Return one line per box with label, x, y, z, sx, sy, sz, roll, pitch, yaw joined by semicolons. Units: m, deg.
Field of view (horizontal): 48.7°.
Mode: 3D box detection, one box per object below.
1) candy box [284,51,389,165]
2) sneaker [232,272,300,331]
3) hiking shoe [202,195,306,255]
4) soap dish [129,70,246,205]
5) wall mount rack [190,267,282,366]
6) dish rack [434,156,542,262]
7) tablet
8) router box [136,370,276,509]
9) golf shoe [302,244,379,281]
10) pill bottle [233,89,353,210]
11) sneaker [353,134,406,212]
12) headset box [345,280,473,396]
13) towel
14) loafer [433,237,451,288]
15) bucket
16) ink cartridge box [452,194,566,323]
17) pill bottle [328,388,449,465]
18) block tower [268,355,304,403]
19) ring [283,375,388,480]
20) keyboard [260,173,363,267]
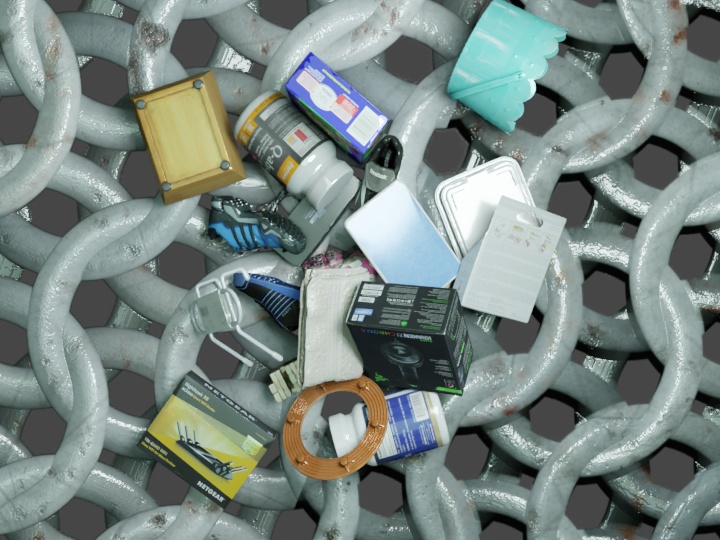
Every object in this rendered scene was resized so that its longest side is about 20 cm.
candy box;-0.039;-0.267;1.345;0.169;0.200;0.077;40;92;-2
sneaker;-0.144;0.059;1.403;0.198;0.070;0.079;17;97;21
hiking shoe;-0.183;-0.063;1.406;0.198;0.074;0.088;25;109;21
soap dish;-0.305;-0.234;1.397;0.156;0.081;0.202;-18;94;-1
wall mount rack;-0.219;0.091;1.388;0.074;0.199;0.176;-20;91;-35
dish rack;0.241;-0.091;1.441;0.170;0.044;0.202;-22;93;0
tablet;0.076;-0.041;1.369;0.130;0.014;0.201;-38;101;-9
router box;-0.276;0.304;1.438;0.199;0.052;0.158;36;91;-3
golf shoe;0.000;0.000;1.429;0.198;0.073;0.093;-15;109;6
pill bottle;-0.114;-0.206;1.374;0.200;0.116;0.116;44;91;7
sneaker;0.029;-0.149;1.394;0.066;0.091;0.202;17;84;7
headset box;0.089;0.119;1.348;0.172;0.201;0.093;6;53;22
towel;-0.044;0.094;1.354;0.131;0.034;0.203;-4;101;-36
loafer;0.133;0.028;1.425;0.067;0.076;0.203;-10;97;-7
bucket;0.245;-0.348;1.353;0.134;0.207;0.209;30;91;7
ink cartridge box;0.259;-0.019;1.401;0.161;0.057;0.202;15;94;-30
pill bottle;0.050;0.279;1.415;0.198;0.116;0.117;-16;93;1
block tower;-0.073;0.166;1.436;0.198;0.058;0.054;-28;94;-1
ring;-0.047;0.263;1.376;0.199;0.201;0.019;-32;136;0
keyboard;-0.098;-0.116;1.441;0.127;0.021;0.201;38;90;-4
